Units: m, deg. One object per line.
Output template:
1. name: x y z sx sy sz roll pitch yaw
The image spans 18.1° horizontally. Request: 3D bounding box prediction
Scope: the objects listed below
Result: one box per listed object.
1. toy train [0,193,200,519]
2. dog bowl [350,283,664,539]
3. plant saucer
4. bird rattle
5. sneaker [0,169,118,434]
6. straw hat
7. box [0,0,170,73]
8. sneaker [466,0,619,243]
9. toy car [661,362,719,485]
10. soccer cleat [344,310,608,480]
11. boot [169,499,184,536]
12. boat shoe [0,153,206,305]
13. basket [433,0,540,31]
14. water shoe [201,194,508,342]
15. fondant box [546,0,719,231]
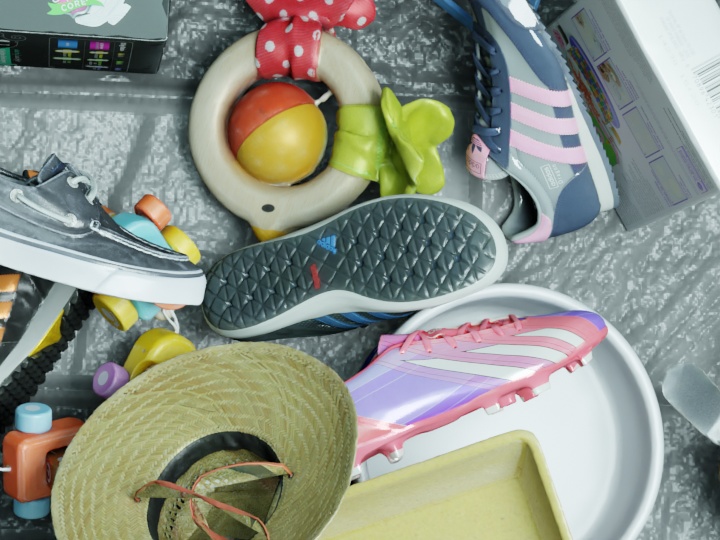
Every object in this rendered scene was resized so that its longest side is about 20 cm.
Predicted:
1. toy train: -0.155 0.054 1.373 0.150 0.055 0.201 -6 109 -40
2. dog bowl: 0.088 0.111 1.440 0.199 0.079 0.201 1 85 -9
3. plant saucer: 0.050 0.214 1.350 0.199 0.048 0.201 -20 87 19
4. bird rattle: -0.037 -0.107 1.435 0.163 0.113 0.200 -36 88 6
5. sneaker: -0.231 0.029 1.411 0.090 0.070 0.200 34 80 11
6. straw hat: -0.079 0.144 1.313 0.200 0.201 0.085 -32 132 -10
7. box: -0.216 -0.208 1.401 0.199 0.124 0.150 2 85 -7
8. sneaker: 0.097 -0.100 1.434 0.082 0.070 0.201 -30 119 -3
9. toy car: 0.268 0.138 1.426 0.164 0.158 0.201 -23 88 -19
10. soccer cleat: 0.054 0.059 1.370 0.199 0.067 0.077 -25 84 -7
11. boot: -0.093 0.245 1.406 0.143 0.072 0.201 14 75 -7
12. boat shoe: -0.179 -0.033 1.302 0.199 0.072 0.068 18 93 -8
13. basket: 0.059 -0.262 1.447 0.199 0.139 0.177 27 82 -34
14. water shoe: 0.000 0.000 1.409 0.199 0.079 0.072 -9 78 17
15. fondant box: 0.183 -0.110 1.414 0.058 0.200 0.145 -28 89 -12
